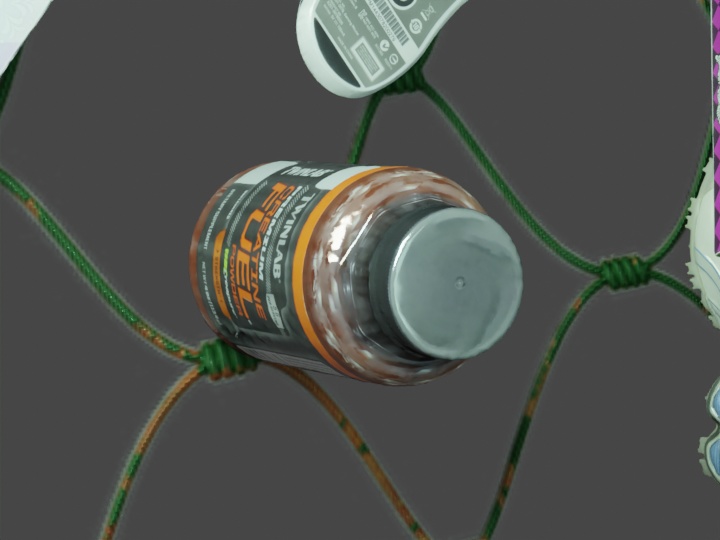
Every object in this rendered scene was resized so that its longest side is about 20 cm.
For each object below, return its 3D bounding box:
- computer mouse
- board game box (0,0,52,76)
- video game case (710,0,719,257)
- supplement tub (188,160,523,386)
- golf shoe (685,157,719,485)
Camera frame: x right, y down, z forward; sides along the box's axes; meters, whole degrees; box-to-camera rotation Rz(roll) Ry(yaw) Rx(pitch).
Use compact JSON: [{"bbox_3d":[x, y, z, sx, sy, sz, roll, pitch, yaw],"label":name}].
[{"bbox_3d":[0.031,-0.167,1.421,0.200,0.044,0.110,-43,116,-24],"label":"computer mouse"},{"bbox_3d":[-0.246,-0.156,1.278,0.199,0.043,0.200,38,76,-23],"label":"board game box"},{"bbox_3d":[0.274,-0.083,1.512,0.181,0.036,0.200,16,64,-27],"label":"video game case"},{"bbox_3d":[0.000,0.000,1.327,0.107,0.200,0.107,-2,93,-27],"label":"supplement tub"},{"bbox_3d":[0.236,0.028,1.507,0.078,0.097,0.200,-9,96,-24],"label":"golf shoe"}]
